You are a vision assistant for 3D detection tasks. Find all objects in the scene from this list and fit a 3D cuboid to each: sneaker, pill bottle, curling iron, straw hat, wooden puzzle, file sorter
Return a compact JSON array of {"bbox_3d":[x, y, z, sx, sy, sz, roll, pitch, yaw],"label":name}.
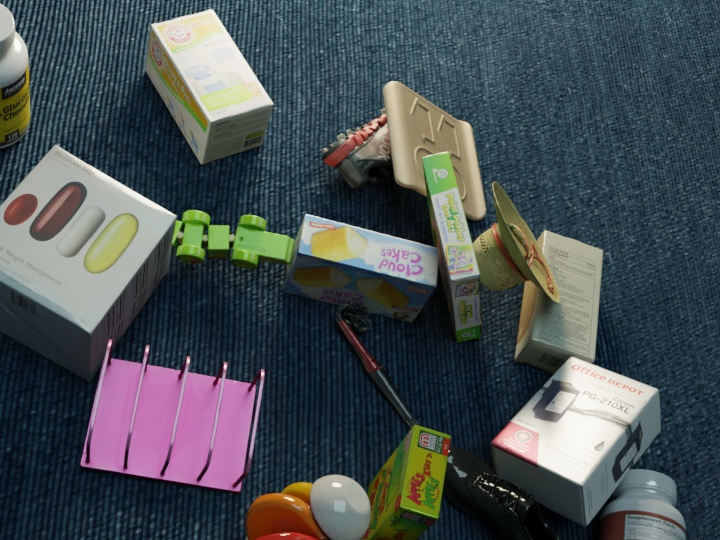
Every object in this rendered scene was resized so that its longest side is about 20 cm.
[{"bbox_3d":[0.185,0.300,1.280,0.200,0.091,0.076,43,58,12],"label":"sneaker"},{"bbox_3d":[0.364,0.369,1.282,0.111,0.113,0.202,19,55,-6],"label":"pill bottle"},{"bbox_3d":[0.026,-0.189,1.546,0.098,0.071,0.200,54,46,-3],"label":"sneaker"},{"bbox_3d":[0.025,0.128,1.368,0.049,0.026,0.201,-28,73,-2],"label":"curling iron"},{"bbox_3d":[0.201,-0.018,1.394,0.202,0.085,0.202,52,20,-28],"label":"straw hat"},{"bbox_3d":[0.109,-0.180,1.548,0.199,0.046,0.187,18,56,-43],"label":"wooden puzzle"},{"bbox_3d":[-0.508,-0.266,1.340,0.111,0.201,0.113,8,57,-12],"label":"pill bottle"},{"bbox_3d":[-0.224,0.174,1.193,0.198,0.126,0.141,12,65,-11],"label":"file sorter"}]

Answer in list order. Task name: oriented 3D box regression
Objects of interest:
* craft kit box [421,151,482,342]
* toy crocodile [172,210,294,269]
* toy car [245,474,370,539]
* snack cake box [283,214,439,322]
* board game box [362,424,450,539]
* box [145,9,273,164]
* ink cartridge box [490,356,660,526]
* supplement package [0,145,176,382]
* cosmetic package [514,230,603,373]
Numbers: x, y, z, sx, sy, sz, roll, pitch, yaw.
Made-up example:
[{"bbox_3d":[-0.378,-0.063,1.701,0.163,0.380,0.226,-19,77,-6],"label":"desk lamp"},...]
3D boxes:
[{"bbox_3d":[0.132,-0.029,1.403,0.048,0.198,0.202,-10,60,0],"label":"craft kit box"},{"bbox_3d":[-0.191,-0.039,1.370,0.197,0.062,0.068,6,72,-2],"label":"toy crocodile"},{"bbox_3d":[-0.062,0.339,1.107,0.149,0.175,0.201,5,50,-56],"label":"toy car"},{"bbox_3d":[0.000,0.000,1.391,0.198,0.115,0.068,13,57,-9],"label":"snack cake box"},{"bbox_3d":[0.048,0.275,1.184,0.047,0.201,0.102,17,55,-6],"label":"board game box"},{"bbox_3d":[-0.233,-0.280,1.497,0.112,0.102,0.201,-21,68,-28],"label":"box"},{"bbox_3d":[0.293,0.223,1.329,0.144,0.085,0.200,20,47,39],"label":"ink cartridge box"},{"bbox_3d":[-0.369,-0.009,1.258,0.190,0.147,0.201,29,56,1],"label":"supplement package"},{"bbox_3d":[0.299,0.051,1.482,0.104,0.071,0.202,19,56,-5],"label":"cosmetic package"}]
